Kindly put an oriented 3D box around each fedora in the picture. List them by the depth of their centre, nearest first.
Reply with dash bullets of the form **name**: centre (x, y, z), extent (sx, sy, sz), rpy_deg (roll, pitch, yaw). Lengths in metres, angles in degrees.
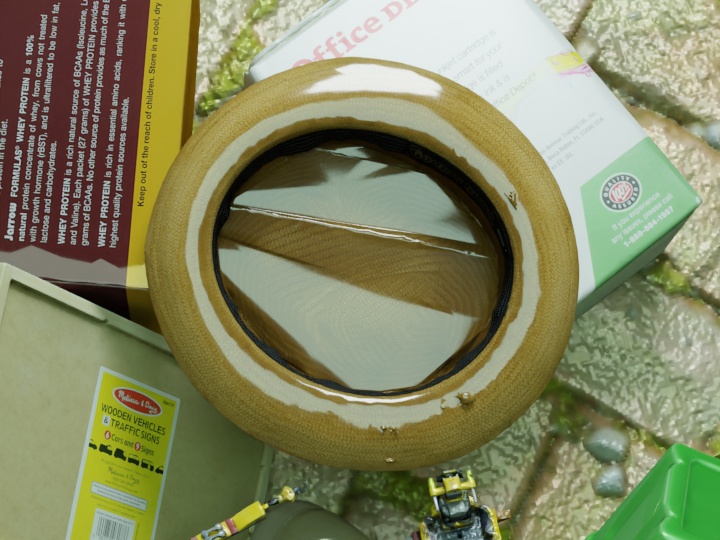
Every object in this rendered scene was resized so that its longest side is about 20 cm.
- **fedora**: centre (0.000, 0.000, 0.958), extent (0.199, 0.082, 0.202), rpy_deg (1, 83, -5)

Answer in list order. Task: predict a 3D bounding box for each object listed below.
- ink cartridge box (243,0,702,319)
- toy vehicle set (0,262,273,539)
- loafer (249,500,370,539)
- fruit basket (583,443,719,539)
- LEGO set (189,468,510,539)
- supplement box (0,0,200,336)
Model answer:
- **ink cartridge box**: centre (0.053, -0.058, 1.061), extent (0.145, 0.088, 0.200), rpy_deg (-37, 81, -13)
- **toy vehicle set**: centre (-0.117, 0.089, 0.963), extent (0.026, 0.200, 0.125), rpy_deg (-4, 67, 38)
- **loafer**: centre (-0.041, 0.205, 0.973), extent (0.075, 0.068, 0.201), rpy_deg (30, 68, -36)
- **fruit basket**: centre (0.181, 0.216, 0.981), extent (0.214, 0.156, 0.217), rpy_deg (5, 114, 11)
- **LEGO set**: centre (-0.010, 0.158, 0.886), extent (0.198, 0.116, 0.155), rpy_deg (-4, 60, 0)
- **supplement box**: centre (-0.185, -0.072, 1.024), extent (0.198, 0.133, 0.199), rpy_deg (4, 73, -3)
